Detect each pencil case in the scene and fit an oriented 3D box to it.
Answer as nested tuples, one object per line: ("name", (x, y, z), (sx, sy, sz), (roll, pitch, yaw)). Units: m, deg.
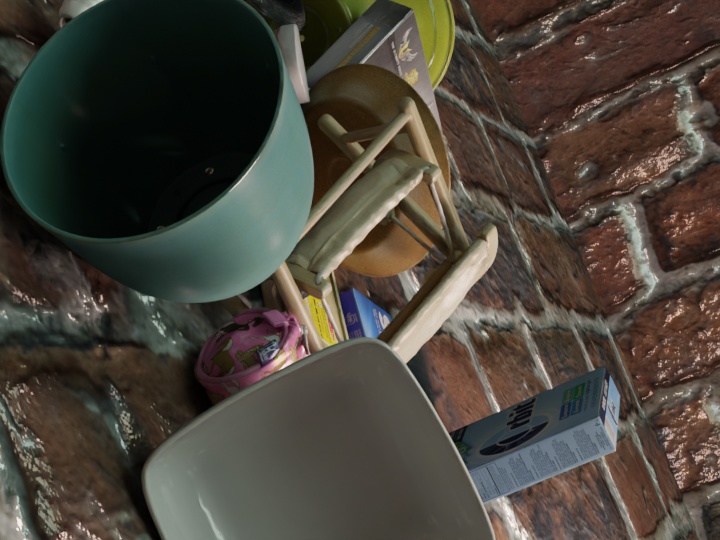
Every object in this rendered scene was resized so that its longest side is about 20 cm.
("pencil case", (-0.047, 0.124, 1.184), (0.200, 0.086, 0.083), (60, 38, -29))

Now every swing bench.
("swing bench", (0.000, 0.000, 1.252), (0.199, 0.130, 0.200), (-49, 116, -29))

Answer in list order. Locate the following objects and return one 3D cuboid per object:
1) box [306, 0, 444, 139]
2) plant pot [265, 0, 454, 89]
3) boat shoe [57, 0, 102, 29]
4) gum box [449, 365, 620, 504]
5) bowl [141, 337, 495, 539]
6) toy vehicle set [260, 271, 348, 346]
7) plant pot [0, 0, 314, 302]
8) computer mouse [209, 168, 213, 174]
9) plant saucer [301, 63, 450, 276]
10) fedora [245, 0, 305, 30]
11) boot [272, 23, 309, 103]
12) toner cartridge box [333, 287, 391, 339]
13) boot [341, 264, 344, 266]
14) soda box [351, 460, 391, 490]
("box", (0.009, -0.159, 1.588), (0.048, 0.158, 0.200), (28, -27, 31))
("plant pot", (-0.024, -0.258, 1.667), (0.193, 0.200, 0.201), (-25, 91, -62))
("boat shoe", (-0.183, -0.136, 1.180), (0.069, 0.071, 0.200), (-62, 139, -37))
("gum box", (0.176, 0.183, 1.613), (0.045, 0.200, 0.170), (63, 16, -8))
("bowl", (-0.030, 0.159, 1.031), (0.200, 0.200, 0.075), (62, -4, -9))
("toy vehicle set", (-0.049, 0.045, 1.404), (0.124, 0.026, 0.200), (45, 26, -52))
("plant pot", (-0.123, -0.069, 1.051), (0.161, 0.200, 0.201), (60, 14, -57))
("computer mouse", (-0.110, -0.073, 1.348), (0.110, 0.044, 0.200), (45, 24, -29))
("plant saucer", (-0.005, -0.089, 1.401), (0.035, 0.200, 0.201), (-15, 81, -47))
("fedora", (-0.138, -0.279, 1.437), (0.201, 0.092, 0.201), (48, 16, -19))
("boot", (-0.099, -0.183, 1.394), (0.200, 0.095, 0.074), (-127, -152, -85))
("toner cartridge box", (0.018, 0.124, 1.477), (0.095, 0.043, 0.200), (35, 34, -59))
("boot", (-0.019, -0.066, 1.475), (0.200, 0.075, 0.097), (32, -23, 52))
("soda box", (0.004, 0.215, 1.145), (0.068, 0.063, 0.200), (-76, 161, -65))
